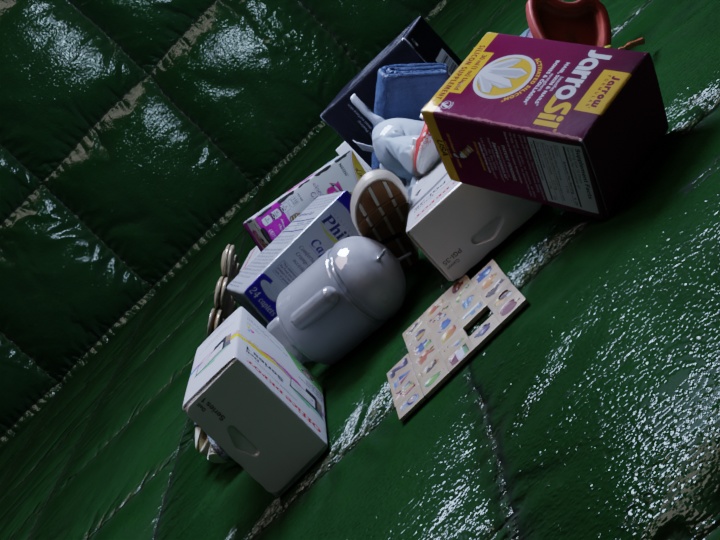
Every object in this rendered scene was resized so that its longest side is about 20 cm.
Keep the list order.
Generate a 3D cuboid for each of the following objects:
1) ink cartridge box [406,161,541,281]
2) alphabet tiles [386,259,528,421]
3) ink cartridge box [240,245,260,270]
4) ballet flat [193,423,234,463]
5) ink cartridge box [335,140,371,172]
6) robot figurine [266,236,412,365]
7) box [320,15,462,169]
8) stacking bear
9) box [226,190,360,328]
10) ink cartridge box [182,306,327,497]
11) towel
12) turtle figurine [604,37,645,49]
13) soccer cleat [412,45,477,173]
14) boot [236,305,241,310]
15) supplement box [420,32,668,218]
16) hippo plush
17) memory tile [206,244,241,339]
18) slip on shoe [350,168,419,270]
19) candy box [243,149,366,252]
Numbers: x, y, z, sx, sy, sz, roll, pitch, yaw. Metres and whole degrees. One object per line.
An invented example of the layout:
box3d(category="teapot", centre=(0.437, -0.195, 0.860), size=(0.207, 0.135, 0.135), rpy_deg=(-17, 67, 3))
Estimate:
box3d(category="ink cartridge box", centre=(0.134, -0.090, 1.262), size=(0.146, 0.083, 0.200), rpy_deg=(-41, 11, 16))
box3d(category="alphabet tiles", centre=(0.090, 0.063, 1.108), size=(0.167, 0.008, 0.200), rpy_deg=(-45, 12, 7))
box3d(category="ink cartridge box", centre=(-0.125, -0.034, 1.937), size=(0.200, 0.085, 0.145), rpy_deg=(-42, 13, 24))
box3d(category="ballet flat", centre=(-0.189, 0.216, 1.406), size=(0.074, 0.074, 0.200), rpy_deg=(-49, 9, -15))
box3d(category="ink cartridge box", centre=(0.072, -0.246, 1.866), size=(0.200, 0.088, 0.145), rpy_deg=(-43, -8, 24))
box3d(category="robot figurine", centre=(-0.024, 0.037, 1.314), size=(0.200, 0.113, 0.169), rpy_deg=(-40, -7, 22))
box3d(category="box", centre=(0.081, -0.253, 1.694), size=(0.200, 0.197, 0.118), rpy_deg=(-38, 14, 32))
box3d(category="stacking bear", centre=(0.238, -0.269, 1.448), size=(0.200, 0.120, 0.115), rpy_deg=(137, 127, -61))
box3d(category="box", centre=(-0.075, -0.005, 1.501), size=(0.200, 0.105, 0.184), rpy_deg=(-45, 11, -9))
box3d(category="ink cartridge box", centre=(-0.115, 0.141, 1.204), size=(0.084, 0.145, 0.200), rpy_deg=(-43, 13, 7))
box3d(category="towel", centre=(0.073, -0.210, 1.577), size=(0.049, 0.110, 0.202), rpy_deg=(-102, 12, -52))
box3d(category="turtle figurine", centre=(0.247, -0.215, 1.289), size=(0.160, 0.065, 0.200), rpy_deg=(14, 53, 42))
box3d(category="soccer cleat", centre=(0.140, -0.200, 1.365), size=(0.201, 0.085, 0.069), rpy_deg=(-54, -27, -15))
box3d(category="boot", centre=(-0.154, 0.090, 1.696), size=(0.200, 0.068, 0.131), rpy_deg=(-41, 19, 26))
box3d(category="supplement box", centre=(0.182, -0.149, 1.067), size=(0.199, 0.104, 0.131), rpy_deg=(18, 59, 41))
box3d(category="hippo plush", centre=(0.106, -0.160, 1.507), size=(0.160, 0.161, 0.200), rpy_deg=(-22, 40, -21))
box3d(category="memory tile", centre=(-0.208, 0.054, 1.647), size=(0.200, 0.017, 0.155), rpy_deg=(99, 179, -75))
box3d(category="slip on shoe", centre=(0.029, -0.072, 1.345), size=(0.075, 0.200, 0.061), rpy_deg=(-22, 58, 5))
box3d(category="candy box", centre=(-0.061, -0.074, 1.648), size=(0.199, 0.137, 0.061), rpy_deg=(-38, 10, -24))
